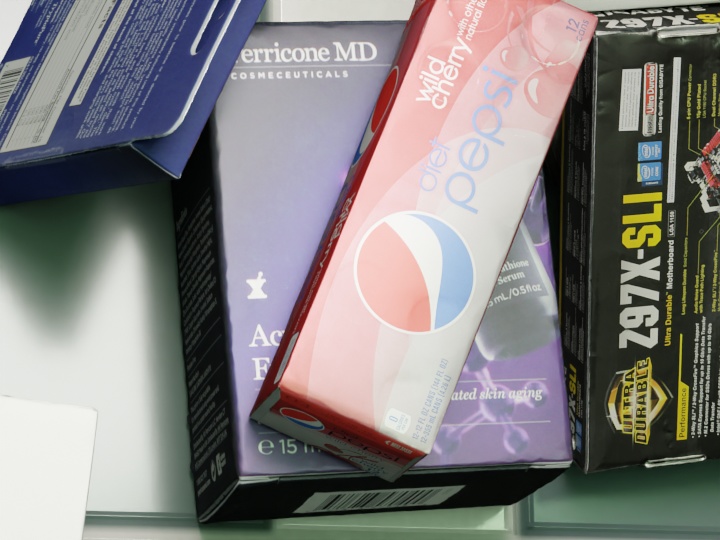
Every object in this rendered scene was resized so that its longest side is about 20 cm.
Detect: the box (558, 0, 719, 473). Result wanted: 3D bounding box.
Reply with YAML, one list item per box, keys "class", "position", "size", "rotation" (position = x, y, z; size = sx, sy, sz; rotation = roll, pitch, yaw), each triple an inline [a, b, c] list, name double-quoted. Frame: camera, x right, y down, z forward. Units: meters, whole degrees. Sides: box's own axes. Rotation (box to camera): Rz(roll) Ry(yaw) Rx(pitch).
- class: "box"
  position: [0.167, -0.018, 1.307]
  size: [0.159, 0.049, 0.201]
  rotation: [-5, 109, -13]

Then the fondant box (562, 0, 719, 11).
- class: "fondant box"
  position: [0.128, -0.195, 1.332]
  size: [0.143, 0.058, 0.200]
  rotation: [-5, 40, -15]

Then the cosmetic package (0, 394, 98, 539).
- class: "cosmetic package"
  position: [-0.147, 0.158, 1.218]
  size: [0.050, 0.083, 0.201]
  rotation: [10, 73, -11]

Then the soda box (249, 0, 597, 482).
- class: "soda box"
  position: [0.026, -0.022, 1.206]
  size: [0.070, 0.063, 0.201]
  rotation: [24, 72, -6]

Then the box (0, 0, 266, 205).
- class: "box"
  position: [-0.093, -0.090, 1.236]
  size: [0.032, 0.200, 0.122]
  rotation: [34, 70, -26]

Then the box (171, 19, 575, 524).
- class: "box"
  position: [0.000, 0.000, 1.283]
  size: [0.147, 0.104, 0.201]
  rotation: [-3, 77, -14]

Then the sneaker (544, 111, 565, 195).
- class: "sneaker"
  position: [0.154, -0.080, 1.364]
  size: [0.199, 0.066, 0.091]
  rotation: [-19, 107, -32]
